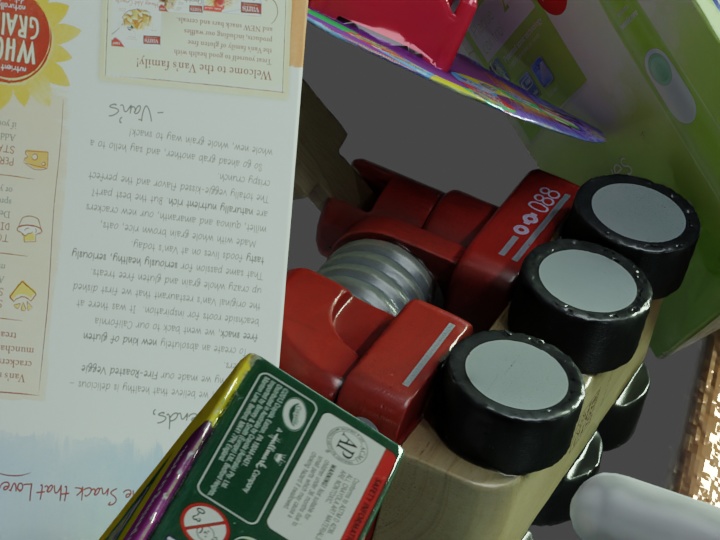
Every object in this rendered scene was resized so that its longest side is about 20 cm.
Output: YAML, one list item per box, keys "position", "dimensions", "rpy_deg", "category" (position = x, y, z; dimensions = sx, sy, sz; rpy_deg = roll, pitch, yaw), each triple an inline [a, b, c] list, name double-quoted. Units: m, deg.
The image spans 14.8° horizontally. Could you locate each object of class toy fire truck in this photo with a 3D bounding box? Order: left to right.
- position: [0.000, 0.000, 0.968]
  dimensions: [0.200, 0.129, 0.176]
  rpy_deg: [24, 38, 14]
  category: "toy fire truck"

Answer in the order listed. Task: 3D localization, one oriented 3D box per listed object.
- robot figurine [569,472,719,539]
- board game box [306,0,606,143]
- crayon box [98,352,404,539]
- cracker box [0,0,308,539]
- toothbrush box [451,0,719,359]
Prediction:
- position: [0.086, 0.148, 0.858]
  dimensions: [0.200, 0.170, 0.113]
  rpy_deg: [12, 10, 9]
  category: "robot figurine"
- position: [0.006, -0.108, 1.014]
  dimensions: [0.200, 0.039, 0.158]
  rpy_deg: [32, 11, 38]
  category: "board game box"
- position: [-0.079, 0.144, 0.748]
  dimensions: [0.058, 0.173, 0.200]
  rpy_deg: [33, 45, -4]
  category: "crayon box"
- position: [-0.093, -0.011, 0.874]
  dimensions: [0.134, 0.058, 0.200]
  rpy_deg: [7, 85, -32]
  category: "cracker box"
- position: [0.120, -0.089, 1.048]
  dimensions: [0.086, 0.146, 0.200]
  rpy_deg: [-25, 80, -28]
  category: "toothbrush box"
